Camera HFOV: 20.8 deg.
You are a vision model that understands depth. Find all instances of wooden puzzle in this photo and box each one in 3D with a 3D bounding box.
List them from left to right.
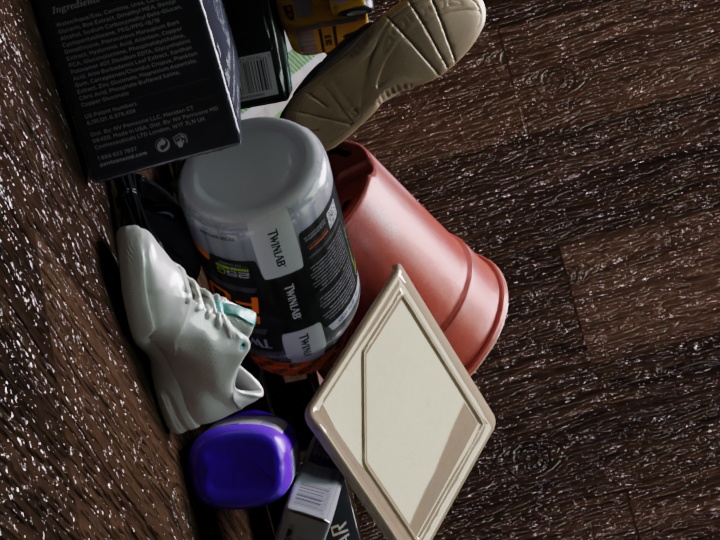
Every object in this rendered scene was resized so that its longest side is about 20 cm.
[{"bbox_3d":[0.032,0.125,1.645,0.186,0.037,0.201,58,42,-28],"label":"wooden puzzle"}]

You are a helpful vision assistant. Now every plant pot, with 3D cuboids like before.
[{"bbox_3d":[0.000,0.000,1.768,0.195,0.200,0.201,49,17,-33],"label":"plant pot"}]

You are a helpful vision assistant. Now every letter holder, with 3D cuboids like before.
[{"bbox_3d":[-0.091,0.090,1.901,0.200,0.100,0.143,-98,173,-74],"label":"letter holder"}]

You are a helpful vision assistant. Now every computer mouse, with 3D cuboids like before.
[{"bbox_3d":[-0.151,-0.013,1.537,0.201,0.046,0.141,74,2,-59],"label":"computer mouse"}]

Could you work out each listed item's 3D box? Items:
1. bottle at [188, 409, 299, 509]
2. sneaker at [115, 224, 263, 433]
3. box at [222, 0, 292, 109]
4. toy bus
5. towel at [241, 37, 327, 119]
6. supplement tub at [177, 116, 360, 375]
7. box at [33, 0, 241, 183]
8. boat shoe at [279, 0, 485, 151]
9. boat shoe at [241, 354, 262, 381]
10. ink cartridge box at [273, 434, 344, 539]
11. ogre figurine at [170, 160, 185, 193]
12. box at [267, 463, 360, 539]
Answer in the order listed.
[{"bbox_3d":[-0.091,0.151,1.599,0.200,0.083,0.066,-46,131,-89],"label":"bottle"},{"bbox_3d":[-0.122,0.035,1.429,0.201,0.088,0.076,74,4,-48],"label":"sneaker"},{"bbox_3d":[-0.138,-0.193,1.648,0.200,0.147,0.126,-98,178,-82],"label":"box"},{"bbox_3d":[-0.030,-0.229,1.626,0.200,0.077,0.066,55,25,-87],"label":"toy bus"},{"bbox_3d":[-0.098,-0.186,1.860,0.200,0.152,0.023,39,-42,11],"label":"towel"},{"bbox_3d":[-0.068,-0.014,1.573,0.201,0.121,0.123,75,2,-46],"label":"supplement tub"},{"bbox_3d":[-0.165,-0.199,1.422,0.197,0.116,0.202,-100,175,-66],"label":"box"},{"bbox_3d":[0.012,-0.170,1.600,0.072,0.200,0.065,54,-11,-23],"label":"boat shoe"},{"bbox_3d":[-0.120,0.070,1.622,0.200,0.056,0.068,66,20,-80],"label":"boat shoe"},{"bbox_3d":[-0.059,0.254,1.592,0.200,0.040,0.202,-68,175,-77],"label":"ink cartridge box"},{"bbox_3d":[-0.144,-0.103,1.903,0.120,0.097,0.202,-136,-137,-58],"label":"ogre figurine"},{"bbox_3d":[-0.048,0.257,1.968,0.200,0.043,0.162,-155,-130,-70],"label":"box"}]
